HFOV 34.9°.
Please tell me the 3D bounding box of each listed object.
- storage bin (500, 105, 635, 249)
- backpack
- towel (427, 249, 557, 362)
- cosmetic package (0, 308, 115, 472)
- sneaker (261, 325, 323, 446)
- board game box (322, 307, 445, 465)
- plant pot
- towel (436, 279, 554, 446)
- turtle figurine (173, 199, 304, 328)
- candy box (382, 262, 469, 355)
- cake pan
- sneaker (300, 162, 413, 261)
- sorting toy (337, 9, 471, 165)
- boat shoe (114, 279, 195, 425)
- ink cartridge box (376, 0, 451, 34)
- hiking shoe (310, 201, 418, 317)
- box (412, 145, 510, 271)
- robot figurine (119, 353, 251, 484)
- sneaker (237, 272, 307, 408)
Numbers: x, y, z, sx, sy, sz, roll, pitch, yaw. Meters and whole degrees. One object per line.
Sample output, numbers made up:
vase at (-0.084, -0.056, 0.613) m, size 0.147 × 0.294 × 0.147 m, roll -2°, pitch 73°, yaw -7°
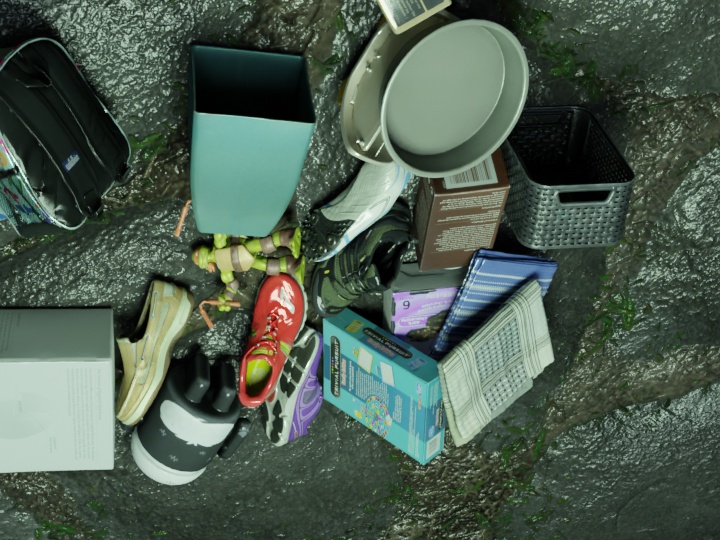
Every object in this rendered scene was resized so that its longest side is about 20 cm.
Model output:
storage bin at (0.249, -0.121, 1.454) m, size 0.134 × 0.200 × 0.094 m, roll -3°, pitch 125°, yaw -9°
backpack at (-0.379, -0.160, 1.318) m, size 0.150 × 0.178 × 0.201 m, roll -1°, pitch 131°, yaw 28°
towel at (0.180, 0.062, 1.593) m, size 0.144 × 0.024 × 0.201 m, roll 5°, pitch 121°, yaw -32°
cosmetic package at (-0.438, 0.164, 1.570) m, size 0.199 × 0.123 × 0.200 m, roll 1°, pitch 125°, yaw -10°
sneaker at (-0.089, 0.164, 1.684) m, size 0.083 × 0.081 × 0.201 m, roll -9°, pitch 129°, yaw -38°
board game box at (0.032, 0.161, 1.623) m, size 0.047 × 0.200 × 0.152 m, roll -30°, pitch 136°, yaw -36°
plant pot at (-0.147, -0.146, 1.402) m, size 0.141 × 0.142 × 0.201 m, roll 4°, pitch 132°, yaw -14°
towel at (0.191, 0.135, 1.587) m, size 0.192 × 0.034 × 0.200 m, roll -40°, pitch 142°, yaw -20°
turtle figurine at (-0.157, -0.013, 1.534) m, size 0.160 × 0.064 × 0.201 m, roll 0°, pitch 119°, yaw 7°
candy box at (0.118, 0.085, 1.655) m, size 0.167 × 0.072 × 0.201 m, roll -6°, pitch 126°, yaw -8°
cake pan at (0.105, -0.206, 1.348) m, size 0.199 × 0.037 × 0.201 m, roll -16°, pitch 129°, yaw -21°
sneaker at (-0.005, -0.078, 1.521) m, size 0.200 × 0.072 × 0.072 m, roll -43°, pitch 150°, yaw 27°
sorting toy at (0.085, -0.218, 1.424) m, size 0.180 × 0.107 × 0.200 m, roll 22°, pitch 109°, yaw -38°
boat shoe at (-0.299, 0.107, 1.556) m, size 0.076 × 0.072 × 0.201 m, roll 25°, pitch 82°, yaw -30°
ink cartridge box at (0.015, -0.372, 1.231) m, size 0.075 × 0.200 × 0.165 m, roll -26°, pitch 127°, yaw 8°
hiking shoe at (0.000, 0.000, 1.553) m, size 0.076 × 0.101 × 0.200 m, roll 27°, pitch 116°, yaw -26°
box at (0.127, -0.079, 1.493) m, size 0.100 × 0.075 × 0.200 m, roll -7°, pitch 151°, yaw -7°
robot figurine at (-0.249, 0.214, 1.646) m, size 0.150 × 0.125 × 0.200 m, roll 39°, pitch 117°, yaw 13°
sneaker at (-0.124, 0.099, 1.587) m, size 0.077 × 0.085 × 0.201 m, roll 14°, pitch 103°, yaw 1°
